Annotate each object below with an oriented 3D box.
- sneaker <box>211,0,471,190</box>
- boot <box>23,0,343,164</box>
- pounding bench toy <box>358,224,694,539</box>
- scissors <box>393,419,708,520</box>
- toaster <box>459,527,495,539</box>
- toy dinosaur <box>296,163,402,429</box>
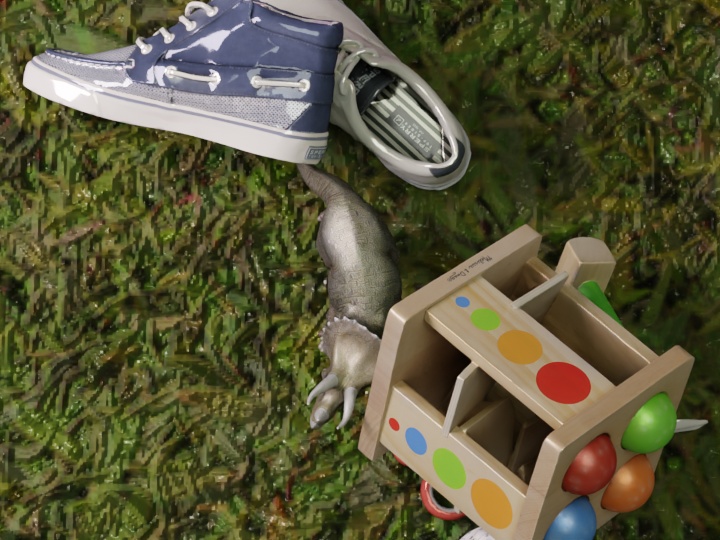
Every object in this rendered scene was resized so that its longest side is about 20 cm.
[{"bbox_3d":[-0.008,-0.129,1.711,0.200,0.071,0.073,37,82,0],"label":"sneaker"},{"bbox_3d":[-0.108,-0.133,1.681,0.199,0.073,0.091,14,101,9],"label":"boot"},{"bbox_3d":[0.129,0.069,1.640,0.156,0.125,0.200,39,49,25],"label":"pounding bench toy"},{"bbox_3d":[0.120,0.099,1.725,0.199,0.014,0.073,-19,84,-5],"label":"scissors"},{"bbox_3d":[0.085,0.251,1.658,0.129,0.114,0.201,31,82,3],"label":"toaster"},{"bbox_3d":[0.000,0.000,1.682,0.077,0.102,0.201,0,84,-5],"label":"toy dinosaur"}]
